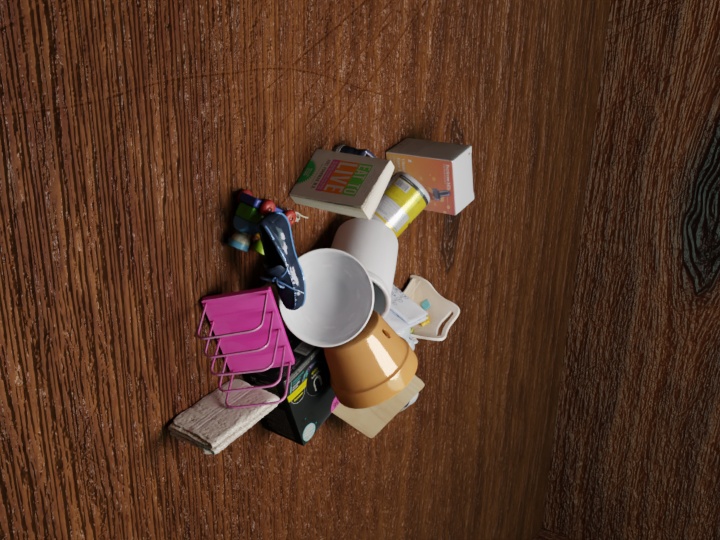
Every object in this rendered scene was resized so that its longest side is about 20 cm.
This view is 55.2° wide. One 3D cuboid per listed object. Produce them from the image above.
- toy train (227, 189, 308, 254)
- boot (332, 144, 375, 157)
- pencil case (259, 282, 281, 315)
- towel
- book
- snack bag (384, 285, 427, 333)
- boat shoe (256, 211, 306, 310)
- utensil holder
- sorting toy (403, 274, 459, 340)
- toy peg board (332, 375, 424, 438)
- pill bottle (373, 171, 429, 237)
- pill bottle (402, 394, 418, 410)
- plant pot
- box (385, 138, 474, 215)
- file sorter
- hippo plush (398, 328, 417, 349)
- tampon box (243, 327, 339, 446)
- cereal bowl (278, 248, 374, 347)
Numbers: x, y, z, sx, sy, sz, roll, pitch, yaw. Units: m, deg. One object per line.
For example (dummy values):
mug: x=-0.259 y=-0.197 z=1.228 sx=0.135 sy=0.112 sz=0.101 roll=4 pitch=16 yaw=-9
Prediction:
toy train: x=-0.185 y=-0.081 z=1.421 sx=0.200 sy=0.084 sz=0.116 roll=21 pitch=95 yaw=-57
boot: x=0.014 y=-0.226 z=1.646 sx=0.200 sy=0.090 sz=0.073 roll=39 pitch=69 yaw=-54
pencil case: x=-0.175 y=0.060 z=1.484 sx=0.200 sy=0.078 sz=0.090 roll=-42 pitch=133 yaw=-40
towel: x=-0.270 y=0.289 z=1.377 sx=0.200 sy=0.132 sz=0.035 roll=-32 pitch=128 yaw=-46
book: x=-0.040 y=-0.190 z=1.480 sx=0.134 sy=0.199 sz=0.048 roll=-63 pitch=144 yaw=-20
snack bag: x=0.060 y=0.082 z=1.753 sx=0.200 sy=0.188 sz=0.021 roll=-18 pitch=145 yaw=-56
boat shoe: x=-0.165 y=-0.012 z=1.342 sx=0.069 sy=0.084 sz=0.201 roll=-31 pitch=110 yaw=-47
utensil holder: x=0.000 y=0.000 z=1.589 sx=0.201 sy=0.169 sz=0.170 roll=-75 pitch=155 yaw=-46
sorting toy: x=0.178 y=0.132 z=1.944 sx=0.200 sy=0.179 sz=0.107 roll=-53 pitch=140 yaw=-30
toy peg board: x=0.019 y=0.288 z=1.752 sx=0.199 sy=0.098 sz=0.200 roll=-46 pitch=123 yaw=5
pill bottle: x=0.070 y=-0.141 z=1.715 sx=0.200 sy=0.112 sz=0.112 roll=-47 pitch=142 yaw=-5
pill bottle: x=0.074 y=0.346 z=1.929 sx=0.200 sy=0.115 sz=0.116 roll=1 pitch=101 yaw=-56
plant pot: x=0.007 y=0.180 z=1.497 sx=0.200 sy=0.199 sz=0.140 roll=-48 pitch=122 yaw=-35
box: x=0.181 y=-0.246 z=1.787 sx=0.106 sy=0.199 sz=0.153 roll=-39 pitch=132 yaw=-42
file sorter: x=-0.224 y=0.157 z=1.352 sx=0.126 sy=0.138 sz=0.201 roll=-90 pitch=169 yaw=-54
hippo plush: x=0.053 y=0.187 z=1.795 sx=0.159 sy=0.160 sz=0.201 roll=-38 pitch=131 yaw=-43
tampon box: x=-0.151 y=0.259 z=1.550 sx=0.150 sy=0.126 sz=0.201 roll=-45 pitch=136 yaw=-38
cereal bowl: x=-0.068 y=0.055 z=1.432 sx=0.083 sy=0.199 sz=0.201 roll=10 pitch=94 yaw=-87
